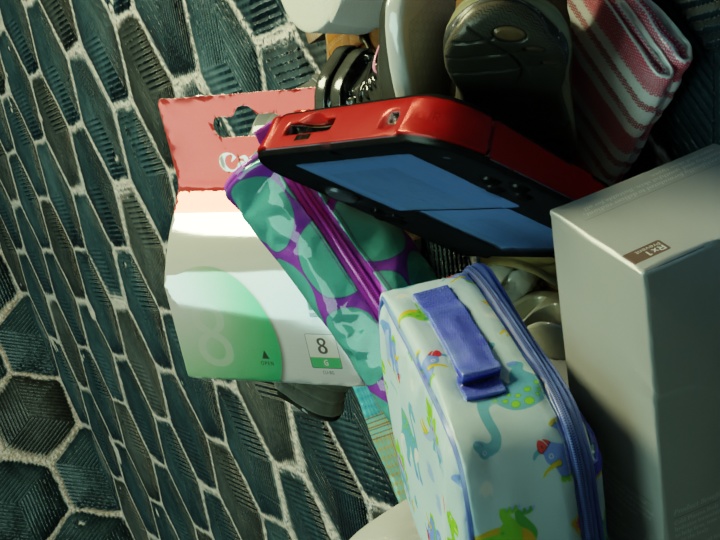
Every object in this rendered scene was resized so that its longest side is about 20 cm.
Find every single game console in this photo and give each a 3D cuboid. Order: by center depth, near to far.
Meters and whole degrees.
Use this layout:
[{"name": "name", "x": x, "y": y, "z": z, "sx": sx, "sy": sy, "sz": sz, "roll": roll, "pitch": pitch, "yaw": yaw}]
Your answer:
[{"name": "game console", "x": 0.053, "y": -0.042, "z": 0.850, "sx": 0.199, "sy": 0.176, "sz": 0.031, "roll": 3, "pitch": 69, "yaw": 58}]

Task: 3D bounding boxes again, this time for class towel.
[{"name": "towel", "x": 0.112, "y": -0.114, "z": 0.856, "sx": 0.147, "sy": 0.030, "sz": 0.200, "roll": 61, "pitch": 161, "yaw": 20}, {"name": "towel", "x": 0.038, "y": 0.143, "z": 1.312, "sx": 0.202, "sy": 0.022, "sz": 0.147, "roll": 67, "pitch": 161, "yaw": 5}]

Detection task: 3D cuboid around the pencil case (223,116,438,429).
[{"name": "pencil case", "x": 0.000, "y": 0.000, "z": 0.972, "sx": 0.201, "sy": 0.085, "sz": 0.092, "roll": 53, "pitch": 178, "yaw": 9}]

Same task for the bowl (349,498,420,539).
[{"name": "bowl", "x": 0.090, "y": 0.227, "z": 1.046, "sx": 0.200, "sy": 0.075, "sz": 0.199, "roll": 47, "pitch": -161, "yaw": 11}]

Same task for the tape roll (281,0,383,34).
[{"name": "tape roll", "x": -0.012, "y": -0.241, "z": 0.924, "sx": 0.202, "sy": 0.037, "sz": 0.205, "roll": 180, "pitch": 90, "yaw": -70}]

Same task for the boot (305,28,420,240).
[{"name": "boot", "x": 0.025, "y": -0.120, "z": 1.009, "sx": 0.154, "sy": 0.073, "sz": 0.202, "roll": -11, "pitch": 102, "yaw": 67}]

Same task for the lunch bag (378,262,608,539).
[{"name": "lunch bag", "x": 0.067, "y": 0.097, "z": 0.819, "sx": 0.200, "sy": 0.082, "sz": 0.162, "roll": -118, "pitch": 15, "yaw": -64}]

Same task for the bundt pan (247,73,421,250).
[{"name": "bundt pan", "x": -0.031, "y": -0.047, "z": 1.221, "sx": 0.202, "sy": 0.075, "sz": 0.203, "roll": 51, "pitch": 153, "yaw": 39}]

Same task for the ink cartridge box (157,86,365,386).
[{"name": "ink cartridge box", "x": -0.071, "y": -0.020, "z": 1.080, "sx": 0.160, "sy": 0.050, "sz": 0.202, "roll": 0, "pitch": 114, "yaw": 35}]

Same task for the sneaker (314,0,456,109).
[{"name": "sneaker", "x": 0.011, "y": -0.107, "z": 0.887, "sx": 0.098, "sy": 0.071, "sz": 0.200, "roll": 21, "pitch": 162, "yaw": 20}]

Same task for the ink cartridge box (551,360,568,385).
[{"name": "ink cartridge box", "x": 0.148, "y": 0.162, "z": 0.949, "sx": 0.201, "sy": 0.083, "sz": 0.145, "roll": 56, "pitch": 156, "yaw": 34}]

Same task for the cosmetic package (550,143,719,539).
[{"name": "cosmetic package", "x": 0.164, "y": 0.052, "z": 0.768, "sx": 0.090, "sy": 0.106, "sz": 0.202, "roll": 37, "pitch": 142, "yaw": 56}]

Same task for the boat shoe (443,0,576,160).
[{"name": "boat shoe", "x": 0.080, "y": -0.109, "z": 0.809, "sx": 0.200, "sy": 0.075, "sz": 0.075, "roll": 87, "pitch": -171, "yaw": -71}]

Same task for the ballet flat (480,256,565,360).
[{"name": "ballet flat", "x": 0.108, "y": 0.018, "z": 0.933, "sx": 0.069, "sy": 0.063, "sz": 0.200, "roll": 63, "pitch": 163, "yaw": -16}]

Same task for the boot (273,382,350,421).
[{"name": "boot", "x": 0.001, "y": 0.065, "z": 1.147, "sx": 0.199, "sy": 0.068, "sz": 0.131, "roll": 36, "pitch": 130, "yaw": 13}]
